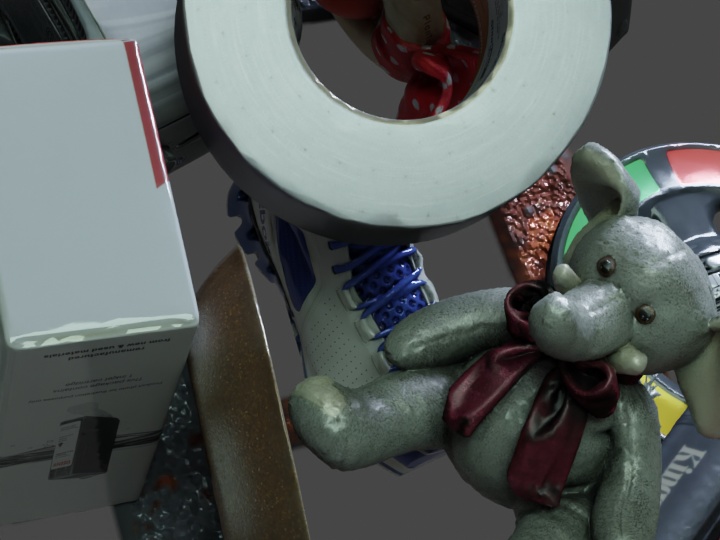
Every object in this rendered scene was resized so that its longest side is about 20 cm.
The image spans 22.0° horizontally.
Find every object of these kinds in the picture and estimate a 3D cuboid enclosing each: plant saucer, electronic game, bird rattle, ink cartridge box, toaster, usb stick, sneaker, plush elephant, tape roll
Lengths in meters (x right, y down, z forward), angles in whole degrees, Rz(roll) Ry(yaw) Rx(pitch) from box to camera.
[{"bbox_3d":[-0.049,0.090,0.829,0.036,0.201,0.201,-12,65,-6],"label":"plant saucer"},{"bbox_3d":[0.197,0.018,1.006,0.199,0.042,0.201,5,62,-9],"label":"electronic game"},{"bbox_3d":[0.016,-0.160,0.998,0.112,0.200,0.163,-35,33,-7],"label":"bird rattle"},{"bbox_3d":[-0.140,0.011,0.848,0.083,0.200,0.145,-6,64,-19],"label":"ink cartridge box"},{"bbox_3d":[-0.121,-0.143,0.985,0.129,0.114,0.201,-23,69,-26],"label":"toaster"},{"bbox_3d":[0.155,0.115,0.905,0.055,0.033,0.200,20,55,35],"label":"usb stick"},{"bbox_3d":[0.000,-0.001,0.931,0.080,0.115,0.200,-26,71,-22],"label":"sneaker"},{"bbox_3d":[0.100,0.042,0.842,0.199,0.155,0.165,-23,57,-41],"label":"plush elephant"},{"bbox_3d":[0.014,-0.115,0.864,0.199,0.066,0.202,1,85,-9],"label":"tape roll"}]

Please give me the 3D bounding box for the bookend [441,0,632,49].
[{"bbox_3d":[0.053,-0.222,1.036,0.199,0.199,0.092,32,60,23],"label":"bookend"}]
